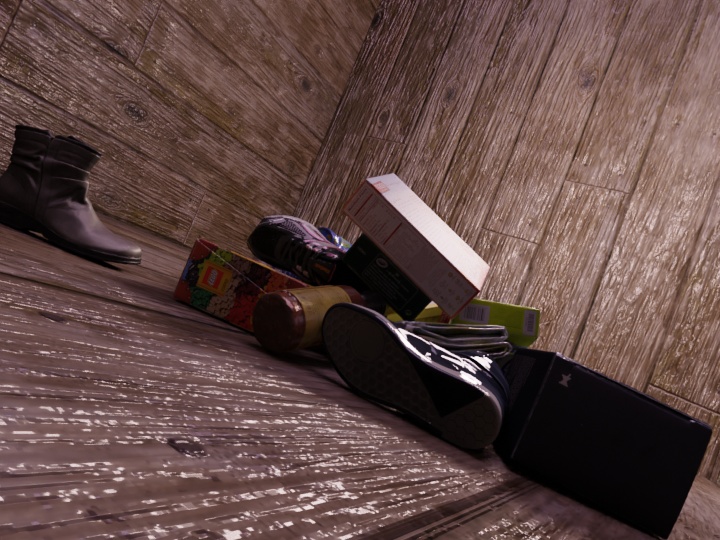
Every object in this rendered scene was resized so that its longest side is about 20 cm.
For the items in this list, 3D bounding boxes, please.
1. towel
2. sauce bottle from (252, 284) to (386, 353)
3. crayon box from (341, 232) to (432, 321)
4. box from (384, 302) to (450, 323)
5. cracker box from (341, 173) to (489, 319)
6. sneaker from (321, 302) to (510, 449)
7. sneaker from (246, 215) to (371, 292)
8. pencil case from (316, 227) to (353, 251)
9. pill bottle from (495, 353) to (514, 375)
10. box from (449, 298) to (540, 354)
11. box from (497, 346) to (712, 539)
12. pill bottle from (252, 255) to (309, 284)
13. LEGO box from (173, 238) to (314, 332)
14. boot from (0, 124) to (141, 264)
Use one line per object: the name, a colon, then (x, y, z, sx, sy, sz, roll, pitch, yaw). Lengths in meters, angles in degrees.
towel: (0.079, 0.100, 0.712, 0.168, 0.049, 0.199, 7, -11, -27)
sauce bottle: (-0.035, 0.049, 0.600, 0.065, 0.067, 0.199, 20, 12, 33)
crayon box: (0.055, -0.010, 0.772, 0.126, 0.052, 0.200, 44, 17, 1)
box: (0.059, 0.078, 0.844, 0.197, 0.076, 0.050, -6, 40, -33)
cracker box: (0.080, -0.041, 0.709, 0.200, 0.058, 0.134, 46, 23, 5)
sneaker: (0.063, 0.100, 0.547, 0.201, 0.078, 0.146, 32, 11, 23)
sneaker: (-0.061, -0.016, 0.732, 0.197, 0.082, 0.086, 20, 7, -13)
pencil case: (0.000, 0.000, 0.859, 0.198, 0.079, 0.086, 24, -1, -35)
pill bottle: (0.252, 0.187, 0.764, 0.111, 0.114, 0.199, 24, -5, -24)
box: (0.201, 0.097, 0.830, 0.120, 0.049, 0.200, 9, -18, 9)
box: (0.224, 0.159, 0.542, 0.146, 0.106, 0.200, 25, -3, 10)
pill bottle: (-0.097, 0.042, 0.894, 0.197, 0.117, 0.116, 25, -4, -17)
LEGO box: (-0.134, 0.033, 0.707, 0.147, 0.078, 0.200, 23, -3, 6)
boot: (-0.356, -0.096, 0.661, 0.197, 0.133, 0.068, 24, -3, -11)
